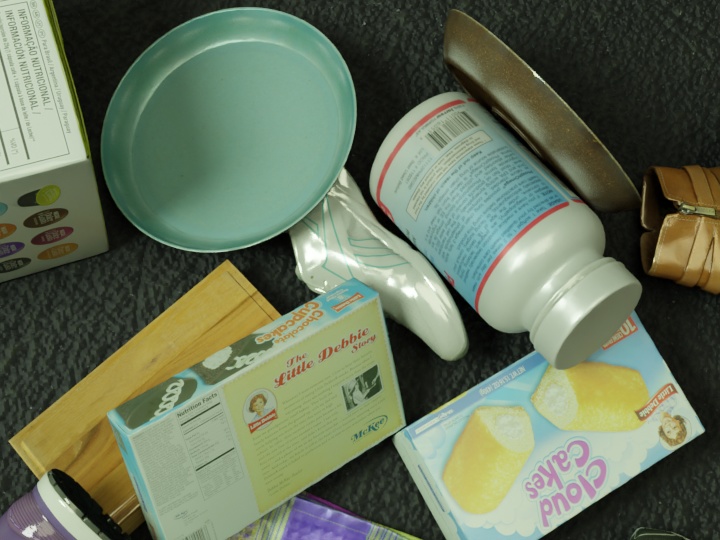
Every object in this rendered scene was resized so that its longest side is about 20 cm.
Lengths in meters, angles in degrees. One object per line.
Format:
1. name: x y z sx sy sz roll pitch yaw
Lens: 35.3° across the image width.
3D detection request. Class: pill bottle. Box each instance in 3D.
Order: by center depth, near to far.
1. pill bottle: 0.103 -0.028 0.814 0.108 0.109 0.200 -33 62 -15

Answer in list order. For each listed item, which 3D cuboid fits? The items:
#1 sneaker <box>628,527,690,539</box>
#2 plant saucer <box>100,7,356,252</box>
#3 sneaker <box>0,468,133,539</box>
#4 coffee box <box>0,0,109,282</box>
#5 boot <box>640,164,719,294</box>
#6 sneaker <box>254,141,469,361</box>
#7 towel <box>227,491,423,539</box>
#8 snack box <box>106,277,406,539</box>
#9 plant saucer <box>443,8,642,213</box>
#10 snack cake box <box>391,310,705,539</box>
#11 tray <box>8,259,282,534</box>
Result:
1. sneaker: 0.275 0.251 0.813 0.199 0.086 0.081 31 71 0
2. plant saucer: -0.097 -0.103 0.845 0.197 0.027 0.203 -5 68 12
3. sneaker: -0.162 0.226 0.725 0.087 0.076 0.200 -42 103 -8
4. coffee box: -0.290 -0.105 0.753 0.195 0.200 0.202 -16 78 -14
5. boot: 0.298 0.006 0.878 0.153 0.077 0.203 6 69 -14
6. sneaker: 0.000 0.000 0.848 0.080 0.071 0.200 -41 77 -11
7. towel: -0.057 0.227 0.799 0.198 0.023 0.145 23 73 -3
8. snack box: -0.063 0.101 0.771 0.199 0.037 0.117 -28 124 -25
9. plant saucer: 0.126 -0.109 0.833 0.032 0.200 0.200 -43 86 5
10. snack cake box: 0.137 0.122 0.834 0.198 0.067 0.116 -29 81 -15
11. tray: -0.137 0.093 0.802 0.200 0.037 0.099 -41 71 -15
